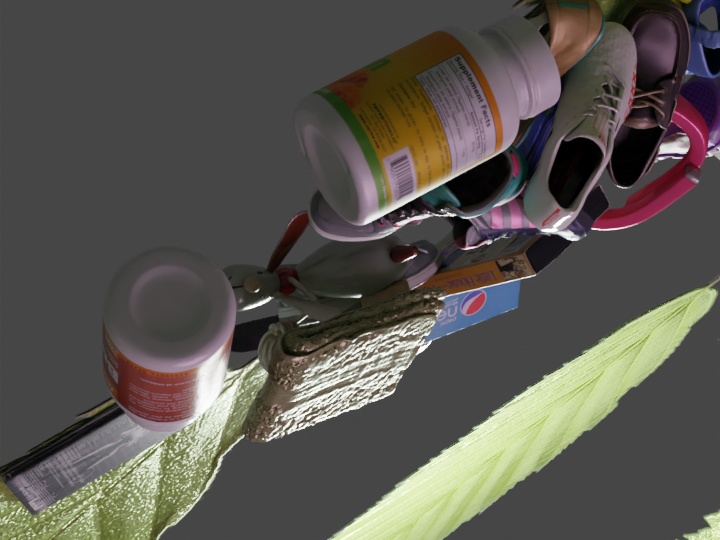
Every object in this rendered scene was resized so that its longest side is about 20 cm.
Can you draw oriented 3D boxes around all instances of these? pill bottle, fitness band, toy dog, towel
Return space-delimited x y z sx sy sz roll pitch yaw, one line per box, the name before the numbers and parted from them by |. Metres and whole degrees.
pill bottle | -0.169 0.068 1.516 0.112 0.112 0.200 -27 162 -19
pill bottle | 0.057 -0.127 1.392 0.199 0.111 0.111 -28 162 -17
fitness band | 0.258 -0.113 1.751 0.200 0.143 0.038 -39 -156 45
toy dog | -0.024 0.002 1.608 0.200 0.132 0.096 -35 -172 -26
towel | -0.015 0.085 1.609 0.199 0.037 0.149 -20 149 -37

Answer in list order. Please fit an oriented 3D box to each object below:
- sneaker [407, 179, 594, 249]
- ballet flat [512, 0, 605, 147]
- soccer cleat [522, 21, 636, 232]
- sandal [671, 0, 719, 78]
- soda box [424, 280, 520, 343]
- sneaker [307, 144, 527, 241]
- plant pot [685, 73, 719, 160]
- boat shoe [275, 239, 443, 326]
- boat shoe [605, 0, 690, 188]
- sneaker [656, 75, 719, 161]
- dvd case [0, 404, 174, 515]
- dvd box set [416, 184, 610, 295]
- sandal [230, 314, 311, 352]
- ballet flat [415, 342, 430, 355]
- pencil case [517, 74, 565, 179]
sneaker | 0.125 -0.051 1.625 0.199 0.083 0.070 20 173 -22
ballet flat | 0.139 -0.173 1.531 0.063 0.069 0.200 10 139 -25
soccer cleat | 0.198 -0.127 1.514 0.201 0.068 0.085 -66 -173 -10
sandal | 0.313 -0.215 1.659 0.079 0.087 0.200 -28 166 -25
soda box | 0.074 0.029 1.870 0.199 0.064 0.068 -19 133 -24
sneaker | 0.051 -0.073 1.499 0.199 0.084 0.121 -14 174 -1
plant pot | 0.474 -0.165 1.942 0.199 0.174 0.200 -31 164 -10
boat shoe | -0.002 0.000 1.715 0.201 0.065 0.074 -20 -173 -34
boat shoe | 0.267 -0.160 1.619 0.074 0.074 0.201 3 134 3
sneaker | 0.300 -0.148 1.776 0.088 0.081 0.200 -4 173 -32
dvd case | -0.270 0.182 1.809 0.199 0.016 0.149 -30 162 -9
dvd box set | 0.140 -0.024 1.769 0.199 0.030 0.146 -15 -161 47
sandal | -0.032 0.064 1.739 0.199 0.048 0.075 -10 -167 2
ballet flat | 0.036 0.077 1.996 0.067 0.068 0.200 -16 155 -28
pencil case | 0.180 -0.131 1.654 0.087 0.078 0.200 -63 178 -30
